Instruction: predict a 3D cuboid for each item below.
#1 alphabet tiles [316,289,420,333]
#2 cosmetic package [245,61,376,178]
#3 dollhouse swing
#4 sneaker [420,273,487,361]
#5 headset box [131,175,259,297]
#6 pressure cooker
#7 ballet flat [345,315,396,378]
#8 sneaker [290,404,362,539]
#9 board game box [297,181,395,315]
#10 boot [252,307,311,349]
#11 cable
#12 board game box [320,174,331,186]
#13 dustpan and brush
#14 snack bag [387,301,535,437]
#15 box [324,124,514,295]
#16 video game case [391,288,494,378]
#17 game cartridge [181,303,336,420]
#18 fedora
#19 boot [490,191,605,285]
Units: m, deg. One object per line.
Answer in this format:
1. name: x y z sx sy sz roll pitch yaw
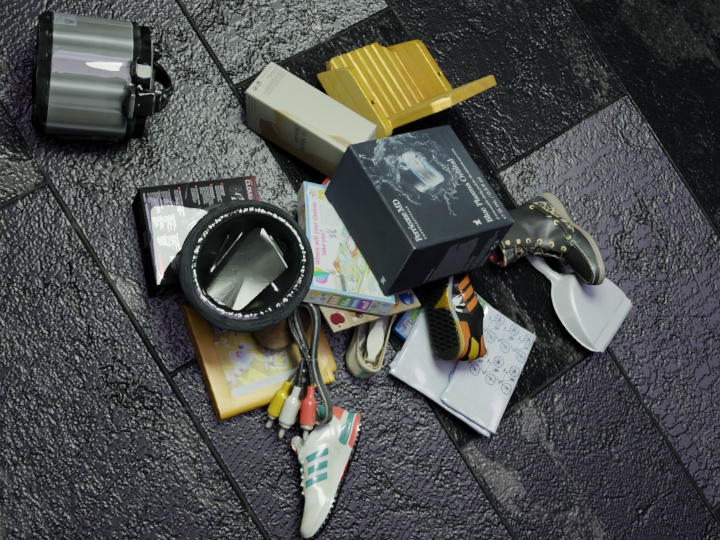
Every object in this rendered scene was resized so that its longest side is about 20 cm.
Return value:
1. alphabet tiles: 0.000 0.000 1.698 0.198 0.008 0.168 -14 64 -36
2. cosmetic package: -0.077 -0.221 1.741 0.199 0.106 0.071 32 66 12
3. dollhouse swing: 0.079 -0.309 1.783 0.199 0.175 0.183 -30 86 -44
4. sneaker: 0.150 0.045 1.764 0.089 0.070 0.203 11 64 -40
5. headset box: -0.225 -0.053 1.680 0.198 0.077 0.151 -8 78 -23
6. pressure cooker: -0.370 -0.275 1.636 0.197 0.179 0.178 2 71 -19
7. ballet flat: 0.027 0.067 1.734 0.069 0.069 0.203 16 75 -15
8. sneaker: -0.066 0.290 1.653 0.092 0.070 0.202 19 71 7
9. board game box: -0.023 -0.034 1.681 0.133 0.034 0.202 11 51 -20
10. boot: -0.085 0.046 1.693 0.199 0.073 0.076 -32 117 -32
11. cable: -0.079 0.145 1.623 0.096 0.050 0.203 14 103 24
12. board game box: 0.042 -0.113 1.812 0.199 0.046 0.152 38 66 -6
13. dustpan and brush: 0.349 0.030 1.888 0.200 0.057 0.140 49 53 -8
14. snack bag: 0.162 0.130 1.780 0.199 0.021 0.190 33 67 -8
15. box: 0.086 -0.093 1.680 0.198 0.118 0.198 -16 62 -34
16. video game case: 0.164 0.106 1.810 0.200 0.018 0.144 41 66 -5
17. game cartridge: -0.147 0.109 1.686 0.198 0.032 0.178 -17 81 -23
18. fedora: -0.166 0.002 1.593 0.198 0.092 0.203 7 70 -19
19. boot: 0.291 -0.037 1.844 0.149 0.074 0.201 -16 55 -20
